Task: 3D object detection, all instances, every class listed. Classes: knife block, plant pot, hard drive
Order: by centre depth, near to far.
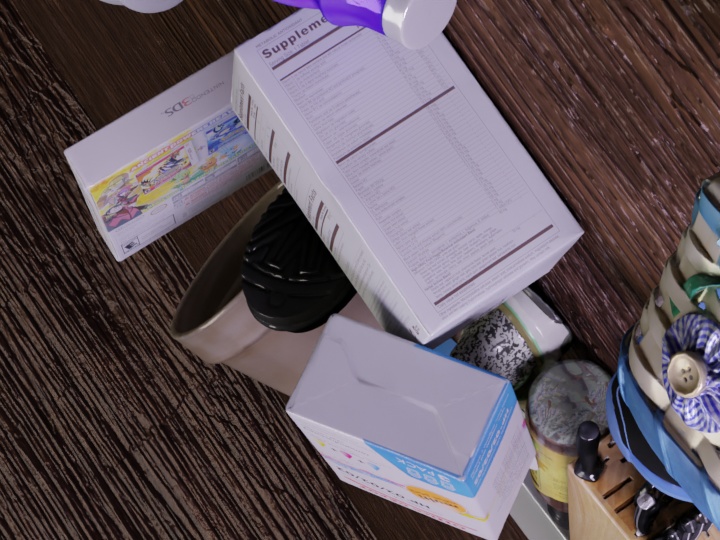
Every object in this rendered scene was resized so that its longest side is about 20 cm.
[{"bbox_3d":[0.167,0.131,1.063,0.176,0.064,0.200,61,170,-18],"label":"knife block"},{"bbox_3d":[-0.029,0.031,1.411,0.173,0.200,0.200,41,174,-17],"label":"plant pot"},{"bbox_3d":[0.135,0.182,1.483,0.200,0.027,0.132,53,169,23],"label":"hard drive"}]

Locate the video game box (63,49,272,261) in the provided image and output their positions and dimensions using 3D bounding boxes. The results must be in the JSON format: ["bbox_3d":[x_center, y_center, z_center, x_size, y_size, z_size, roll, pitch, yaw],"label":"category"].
[{"bbox_3d":[-0.139,-0.101,1.405,0.047,0.200,0.182,56,169,13],"label":"video game box"}]

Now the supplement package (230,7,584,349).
[{"bbox_3d":[0.022,-0.063,1.003,0.200,0.114,0.110,56,169,7],"label":"supplement package"}]

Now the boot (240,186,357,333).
[{"bbox_3d":[0.003,0.000,1.146,0.079,0.211,0.158,7,138,26],"label":"boot"}]

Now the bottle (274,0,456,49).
[{"bbox_3d":[-0.035,-0.188,0.943,0.200,0.083,0.065,34,134,27],"label":"bottle"}]

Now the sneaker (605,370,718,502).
[{"bbox_3d":[0.190,0.086,0.823,0.200,0.070,0.078,37,155,45],"label":"sneaker"}]

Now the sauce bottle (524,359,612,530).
[{"bbox_3d":[0.146,0.128,1.151,0.065,0.065,0.200,51,167,27],"label":"sauce bottle"}]

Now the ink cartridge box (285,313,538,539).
[{"bbox_3d":[0.039,0.105,1.035,0.115,0.068,0.200,20,165,19],"label":"ink cartridge box"}]

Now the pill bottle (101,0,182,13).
[{"bbox_3d":[-0.205,-0.286,1.397,0.200,0.112,0.112,45,165,48],"label":"pill bottle"}]

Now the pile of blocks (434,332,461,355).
[{"bbox_3d":[0.075,0.061,1.314,0.082,0.062,0.200,34,166,35],"label":"pile of blocks"}]

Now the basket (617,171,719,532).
[{"bbox_3d":[0.171,0.053,0.583,0.176,0.139,0.200,47,157,38],"label":"basket"}]

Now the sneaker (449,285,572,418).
[{"bbox_3d":[0.088,0.068,1.170,0.077,0.089,0.200,52,169,22],"label":"sneaker"}]
